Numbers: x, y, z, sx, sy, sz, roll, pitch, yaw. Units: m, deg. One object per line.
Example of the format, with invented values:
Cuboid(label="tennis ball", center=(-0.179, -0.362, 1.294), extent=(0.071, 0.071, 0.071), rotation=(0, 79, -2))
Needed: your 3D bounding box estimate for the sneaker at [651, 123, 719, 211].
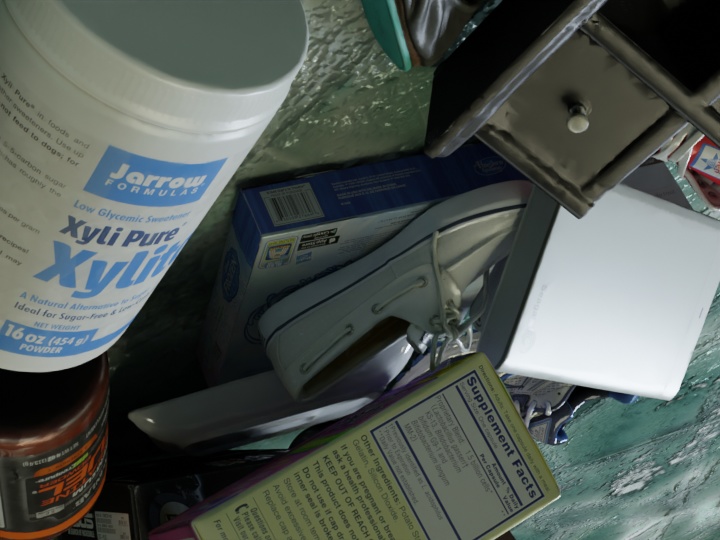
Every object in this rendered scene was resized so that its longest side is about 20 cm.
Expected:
Cuboid(label="sneaker", center=(0.175, -0.087, 0.782), extent=(0.199, 0.113, 0.071), rotation=(-14, 151, -21))

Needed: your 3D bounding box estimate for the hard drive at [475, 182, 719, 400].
Cuboid(label="hard drive", center=(0.166, 0.012, 0.838), extent=(0.199, 0.026, 0.133), rotation=(13, 99, -45))

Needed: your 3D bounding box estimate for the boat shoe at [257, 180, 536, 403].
Cuboid(label="boat shoe", center=(0.036, 0.024, 0.797), extent=(0.201, 0.086, 0.075), rotation=(-28, 153, 4))

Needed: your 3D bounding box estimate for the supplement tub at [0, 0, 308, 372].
Cuboid(label="supplement tub", center=(-0.124, -0.059, 0.567), extent=(0.131, 0.132, 0.200), rotation=(-1, 145, -38))

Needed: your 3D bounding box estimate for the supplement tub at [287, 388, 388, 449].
Cuboid(label="supplement tub", center=(0.023, 0.166, 1.060), extent=(0.199, 0.123, 0.123), rotation=(-24, 156, -30))

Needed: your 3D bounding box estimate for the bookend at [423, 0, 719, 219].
Cuboid(label="bookend", center=(0.173, -0.093, 0.685), extent=(0.198, 0.092, 0.200), rotation=(36, 123, -18))

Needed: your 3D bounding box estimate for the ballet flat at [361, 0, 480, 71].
Cuboid(label="ballet flat", center=(0.019, -0.161, 0.587), extent=(0.068, 0.068, 0.200), rotation=(-36, 163, 1))

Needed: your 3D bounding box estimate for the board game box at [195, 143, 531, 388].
Cuboid(label="board game box", center=(0.000, 0.000, 0.868), extent=(0.199, 0.044, 0.199), rotation=(-12, 150, -24))

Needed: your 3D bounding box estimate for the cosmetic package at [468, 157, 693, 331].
Cuboid(label="cosmetic package", center=(0.161, -0.001, 0.969), extent=(0.101, 0.074, 0.200), rotation=(-15, 152, -20))

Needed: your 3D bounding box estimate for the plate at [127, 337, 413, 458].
Cuboid(label="plate", center=(-0.060, 0.099, 0.931), extent=(0.199, 0.032, 0.200), rotation=(-16, 170, -8))

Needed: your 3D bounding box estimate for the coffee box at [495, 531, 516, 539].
Cuboid(label="coffee box", center=(0.066, 0.255, 0.947), extent=(0.080, 0.115, 0.200), rotation=(-32, 170, -23))

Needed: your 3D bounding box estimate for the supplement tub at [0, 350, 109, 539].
Cuboid(label="supplement tub", center=(-0.212, 0.104, 0.811), extent=(0.106, 0.107, 0.200), rotation=(-14, 152, -20))

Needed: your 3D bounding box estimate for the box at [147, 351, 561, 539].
Cuboid(label="box", center=(-0.011, 0.149, 0.783), extent=(0.199, 0.097, 0.176), rotation=(-27, 176, -20))

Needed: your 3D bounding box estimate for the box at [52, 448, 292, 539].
Cuboid(label="box", center=(-0.132, 0.186, 0.954), extent=(0.163, 0.087, 0.200), rotation=(-4, 176, -34))

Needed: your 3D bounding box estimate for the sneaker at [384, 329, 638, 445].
Cuboid(label="sneaker", center=(0.113, 0.086, 0.920), extent=(0.199, 0.085, 0.077), rotation=(-18, 152, -6))
